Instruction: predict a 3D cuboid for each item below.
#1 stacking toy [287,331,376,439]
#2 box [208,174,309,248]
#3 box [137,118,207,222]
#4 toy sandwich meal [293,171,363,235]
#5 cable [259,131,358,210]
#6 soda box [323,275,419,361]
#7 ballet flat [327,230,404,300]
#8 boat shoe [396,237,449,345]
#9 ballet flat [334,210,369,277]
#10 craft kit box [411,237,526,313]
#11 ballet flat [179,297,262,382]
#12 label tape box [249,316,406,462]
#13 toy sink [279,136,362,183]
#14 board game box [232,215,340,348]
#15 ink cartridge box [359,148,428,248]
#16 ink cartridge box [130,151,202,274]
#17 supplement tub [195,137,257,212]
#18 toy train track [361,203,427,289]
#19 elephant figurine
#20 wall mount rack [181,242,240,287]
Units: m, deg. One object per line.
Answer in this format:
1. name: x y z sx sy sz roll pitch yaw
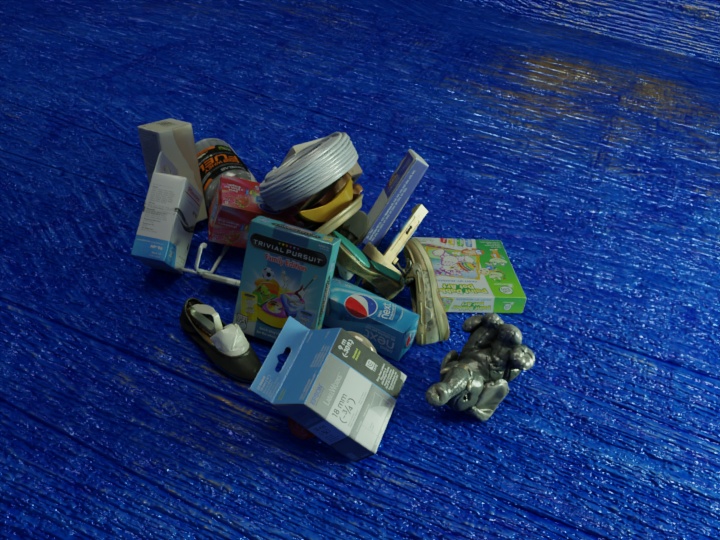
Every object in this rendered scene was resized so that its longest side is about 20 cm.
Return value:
1. stacking toy: -0.052 0.186 1.225 0.085 0.086 0.200 22 42 19
2. box: -0.192 -0.103 1.520 0.198 0.100 0.096 12 42 -22
3. box: -0.378 -0.196 1.558 0.077 0.202 0.095 -24 31 -36
4. toy sandwich meal: -0.077 -0.103 1.399 0.070 0.205 0.205 54 42 -8
5. cable: -0.098 -0.182 1.431 0.199 0.070 0.200 -24 16 28
6. soda box: 0.001 0.081 1.382 0.199 0.068 0.064 24 39 20
7. ballet flat: 0.000 0.000 1.425 0.199 0.071 0.071 33 21 -35
8. boat shoe: 0.107 0.036 1.408 0.062 0.073 0.202 -13 68 -7
9. ballet flat: -0.054 -0.031 1.462 0.067 0.201 0.046 37 1 -5
10. craft kit box: 0.209 0.007 1.546 0.198 0.049 0.198 1 39 -9
11. ballet flat: -0.239 0.111 1.294 0.199 0.069 0.068 33 42 29
12. label tape box: -0.044 0.168 1.155 0.199 0.063 0.145 37 53 -13
13. toy sink: -0.105 -0.179 1.657 0.130 0.200 0.113 -22 75 -37
14. board game box: -0.129 0.025 1.318 0.150 0.202 0.047 16 18 11
15. ink cartridge box: 0.066 -0.140 1.538 0.047 0.198 0.200 32 13 -10
16. ink cartridge box: -0.353 -0.106 1.438 0.067 0.116 0.202 11 79 6
17. supplement tub: -0.292 -0.186 1.640 0.122 0.123 0.200 -14 41 -27
18. toy train track: 0.063 -0.047 1.517 0.201 0.115 0.032 -54 29 -13
19. elephant figurine: 0.174 0.175 1.251 0.200 0.155 0.141 -46 22 -20
20. wall mount rack: -0.228 -0.007 1.460 0.198 0.075 0.174 14 -1 6
